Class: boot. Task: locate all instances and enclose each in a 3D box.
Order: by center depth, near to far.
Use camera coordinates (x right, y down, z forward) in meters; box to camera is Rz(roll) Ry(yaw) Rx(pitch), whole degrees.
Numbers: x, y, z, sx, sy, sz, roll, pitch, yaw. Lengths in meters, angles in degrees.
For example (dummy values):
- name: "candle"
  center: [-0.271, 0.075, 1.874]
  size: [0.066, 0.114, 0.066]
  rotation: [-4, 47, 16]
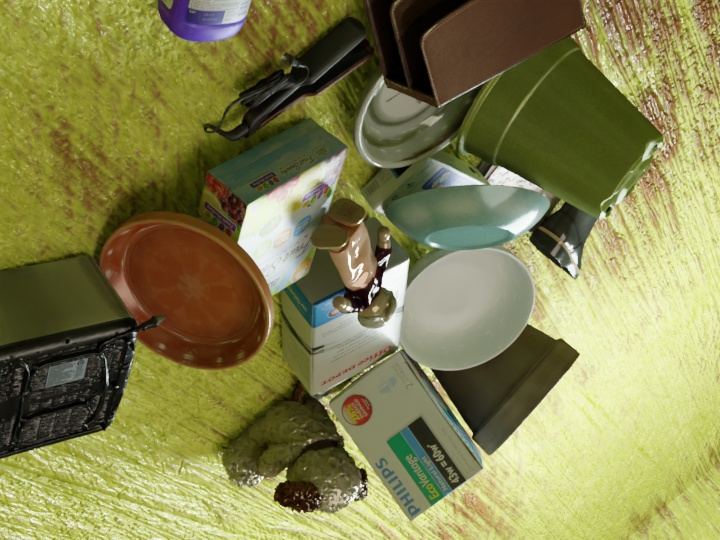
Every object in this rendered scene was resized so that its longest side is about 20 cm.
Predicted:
- name: "boot"
  center: [0.319, -0.067, 2.015]
  size: [0.139, 0.077, 0.200]
  rotation: [-53, 167, 2]

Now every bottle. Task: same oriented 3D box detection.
- name: "bottle"
  center: [-0.119, -0.298, 1.230]
  size: [0.083, 0.065, 0.201]
  rotation: [-15, 142, -38]

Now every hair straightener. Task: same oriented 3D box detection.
- name: "hair straightener"
  center: [-0.079, -0.201, 1.444]
  size: [0.199, 0.041, 0.077]
  rotation: [-32, 150, -4]

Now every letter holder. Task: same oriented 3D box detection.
- name: "letter holder"
  center: [0.114, -0.282, 1.432]
  size: [0.199, 0.100, 0.143]
  rotation: [-30, 123, -21]

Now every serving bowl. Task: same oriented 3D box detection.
- name: "serving bowl"
  center: [0.133, 0.037, 1.899]
  size: [0.198, 0.066, 0.201]
  rotation: [-9, 125, -14]

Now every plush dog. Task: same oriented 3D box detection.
- name: "plush dog"
  center: [-0.065, 0.260, 1.936]
  size: [0.199, 0.172, 0.161]
  rotation: [-4, 135, -44]

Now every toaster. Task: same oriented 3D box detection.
- name: "toaster"
  center: [-0.332, 0.093, 1.465]
  size: [0.199, 0.119, 0.182]
  rotation: [-13, 142, -34]

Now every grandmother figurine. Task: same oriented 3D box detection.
- name: "grandmother figurine"
  center: [0.000, 0.000, 1.629]
  size: [0.121, 0.060, 0.201]
  rotation: [-47, 147, -20]

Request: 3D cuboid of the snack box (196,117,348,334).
- name: "snack box"
  center: [-0.109, -0.049, 1.542]
  size: [0.168, 0.068, 0.201]
  rotation: [-34, 155, -41]

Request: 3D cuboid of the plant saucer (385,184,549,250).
- name: "plant saucer"
  center: [0.129, -0.056, 1.683]
  size: [0.199, 0.039, 0.201]
  rotation: [-1, 166, 0]

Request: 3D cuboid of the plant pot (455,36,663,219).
- name: "plant pot"
  center: [0.245, -0.162, 1.641]
  size: [0.200, 0.190, 0.200]
  rotation: [-47, 167, -15]

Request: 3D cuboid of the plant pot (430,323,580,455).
- name: "plant pot"
  center: [0.190, 0.137, 2.026]
  size: [0.200, 0.173, 0.200]
  rotation: [-47, 172, -8]

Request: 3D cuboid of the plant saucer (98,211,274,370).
- name: "plant saucer"
  center: [-0.184, 0.020, 1.491]
  size: [0.032, 0.199, 0.201]
  rotation: [-61, 173, -47]

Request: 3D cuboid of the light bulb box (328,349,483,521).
- name: "light bulb box"
  center: [0.066, 0.221, 1.935]
  size: [0.124, 0.199, 0.200]
  rotation: [-36, 177, 2]

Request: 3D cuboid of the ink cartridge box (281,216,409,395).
- name: "ink cartridge box"
  center: [-0.023, 0.048, 1.787]
  size: [0.145, 0.084, 0.201]
  rotation: [-27, 148, -22]

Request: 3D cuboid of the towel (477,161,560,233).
- name: "towel"
  center: [0.228, -0.128, 1.883]
  size: [0.199, 0.032, 0.191]
  rotation: [4, 129, -49]

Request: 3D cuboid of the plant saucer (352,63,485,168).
- name: "plant saucer"
  center: [0.065, -0.206, 1.576]
  size: [0.199, 0.050, 0.201]
  rotation: [-28, 148, -20]

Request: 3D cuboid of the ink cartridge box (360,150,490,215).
- name: "ink cartridge box"
  center: [0.092, -0.099, 1.757]
  size: [0.099, 0.039, 0.200]
  rotation: [-44, 149, 17]
